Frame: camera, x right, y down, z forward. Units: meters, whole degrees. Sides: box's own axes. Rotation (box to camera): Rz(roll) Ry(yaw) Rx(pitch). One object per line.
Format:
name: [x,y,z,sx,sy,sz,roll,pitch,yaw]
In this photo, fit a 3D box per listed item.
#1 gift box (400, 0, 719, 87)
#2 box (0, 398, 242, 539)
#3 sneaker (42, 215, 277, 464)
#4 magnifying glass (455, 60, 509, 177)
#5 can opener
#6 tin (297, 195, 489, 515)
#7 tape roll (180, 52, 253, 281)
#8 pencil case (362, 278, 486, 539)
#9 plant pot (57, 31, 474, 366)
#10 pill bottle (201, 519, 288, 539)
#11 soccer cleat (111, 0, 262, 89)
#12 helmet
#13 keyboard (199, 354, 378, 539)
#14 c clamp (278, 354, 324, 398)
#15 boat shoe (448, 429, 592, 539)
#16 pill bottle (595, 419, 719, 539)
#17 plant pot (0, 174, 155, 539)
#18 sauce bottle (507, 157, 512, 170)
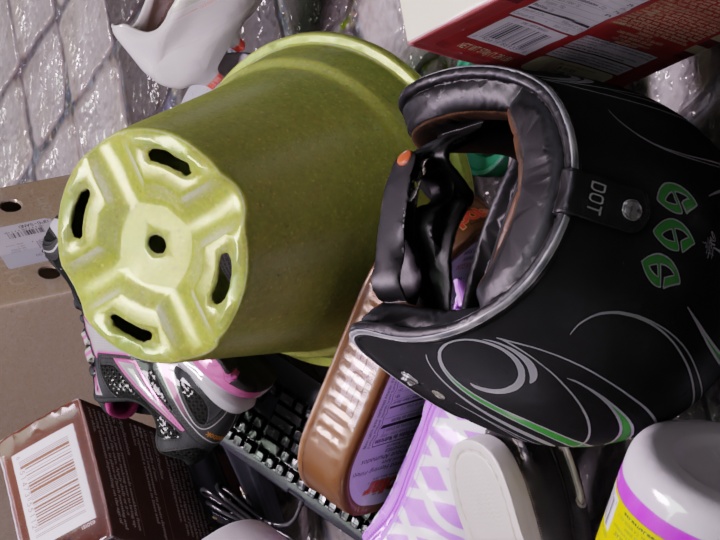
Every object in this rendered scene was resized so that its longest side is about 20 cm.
gift box: [0.099,-0.206,1.447,0.200,0.184,0.187,-20,69,33]
box: [-0.138,0.159,1.868,0.075,0.200,0.100,-29,61,23]
sneaker: [-0.141,0.043,1.781,0.200,0.080,0.086,44,107,42]
magnifying glass: [0.092,-0.144,1.665,0.080,0.022,0.200,54,132,49]
can opener: [-0.098,0.089,1.858,0.063,0.079,0.200,-29,86,24]
tin: [0.030,0.051,1.657,0.042,0.112,0.200,38,119,32]
tape roll: [-0.060,-0.039,1.886,0.200,0.066,0.201,-6,83,62]
pencil case: [0.063,0.094,1.633,0.084,0.085,0.200,-121,42,-51]
plant pot: [-0.066,-0.027,1.661,0.200,0.184,0.201,7,103,31]
pill bottle: [-0.017,0.231,1.626,0.200,0.114,0.114,37,122,34]
soccer cleat: [-0.080,-0.207,1.861,0.200,0.078,0.069,-57,27,-10]
helmet: [0.102,-0.003,1.465,0.200,0.191,0.200,-21,57,36]
keyboard: [-0.034,0.129,1.778,0.200,0.021,0.127,33,120,25]
c clamp: [0.000,0.000,1.751,0.171,0.027,0.200,41,119,19]
boat shoe: [0.103,0.175,1.574,0.074,0.060,0.200,-6,103,59]
pill bottle: [0.153,0.181,1.442,0.104,0.104,0.200,50,131,51]
plant pot: [-0.223,0.049,1.995,0.200,0.200,0.177,-127,32,-49]
sauce bottle: [0.112,-0.147,1.584,0.065,0.065,0.200,0,89,61]
